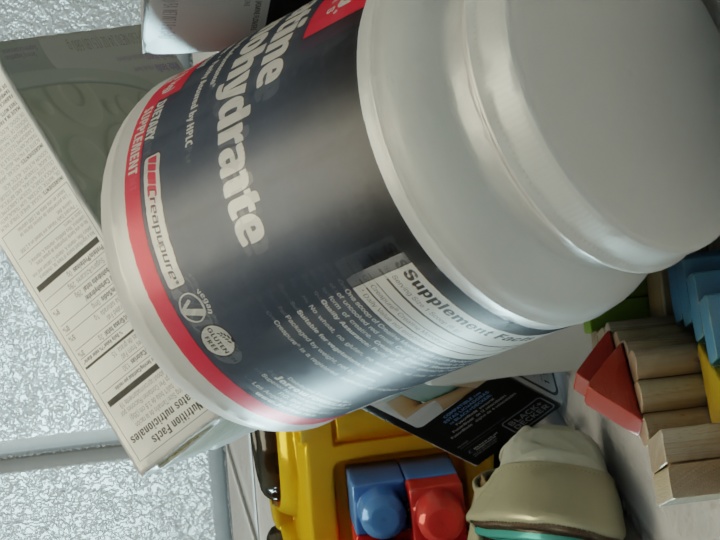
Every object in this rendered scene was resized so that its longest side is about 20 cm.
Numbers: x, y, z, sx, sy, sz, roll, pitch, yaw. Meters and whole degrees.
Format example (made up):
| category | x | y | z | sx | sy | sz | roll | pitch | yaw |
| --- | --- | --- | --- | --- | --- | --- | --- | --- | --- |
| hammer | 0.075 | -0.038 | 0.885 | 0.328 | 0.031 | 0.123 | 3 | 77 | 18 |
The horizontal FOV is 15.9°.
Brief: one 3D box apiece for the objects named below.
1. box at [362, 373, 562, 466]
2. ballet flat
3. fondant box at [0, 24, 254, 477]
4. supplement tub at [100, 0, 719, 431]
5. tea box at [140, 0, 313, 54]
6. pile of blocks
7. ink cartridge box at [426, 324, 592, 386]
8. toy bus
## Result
| category | x | y | z | sx | sy | sz | roll | pitch | yaw |
| --- | --- | --- | --- | --- | --- | --- | --- | --- | --- |
| box | 0.000 | 0.000 | 1.210 | 0.060 | 0.199 | 0.117 | -37 | 46 | 27 |
| ballet flat | 0.080 | 0.101 | 1.166 | 0.200 | 0.069 | 0.070 | 119 | 144 | -77 |
| fondant box | -0.098 | -0.015 | 1.202 | 0.201 | 0.058 | 0.144 | 58 | -152 | 8 |
| supplement tub | 0.019 | -0.034 | 0.898 | 0.199 | 0.140 | 0.141 | -24 | 67 | 40 |
| tea box | 0.007 | -0.200 | 0.940 | 0.134 | 0.195 | 0.202 | 108 | 156 | -71 |
| pile of blocks | 0.102 | 0.017 | 0.913 | 0.200 | 0.062 | 0.083 | -114 | 19 | -66 |
| ink cartridge box | 0.057 | -0.067 | 1.097 | 0.201 | 0.084 | 0.145 | 95 | 167 | -52 |
| toy bus | 0.021 | 0.138 | 1.337 | 0.192 | 0.135 | 0.202 | -115 | 19 | -70 |
